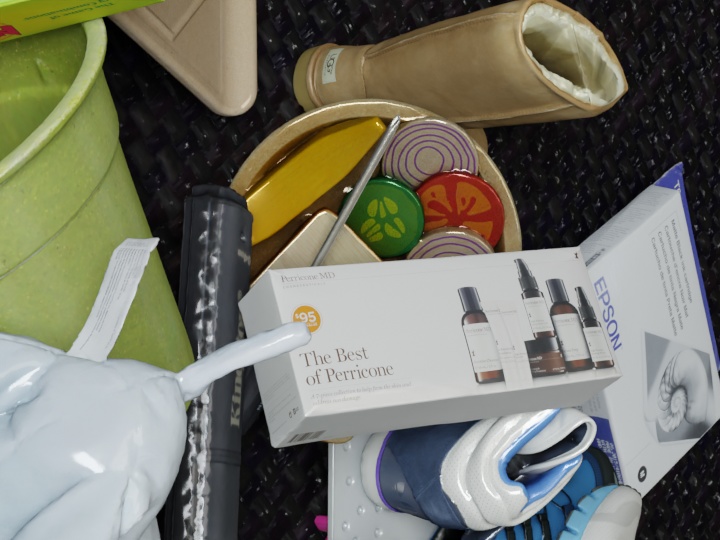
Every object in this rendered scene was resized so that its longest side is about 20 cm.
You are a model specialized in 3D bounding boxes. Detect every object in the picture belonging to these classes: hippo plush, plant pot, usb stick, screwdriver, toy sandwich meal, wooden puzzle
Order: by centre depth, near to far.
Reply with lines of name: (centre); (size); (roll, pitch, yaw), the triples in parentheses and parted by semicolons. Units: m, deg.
hippo plush: (-0.143, 0.097, 0.594); (0.158, 0.161, 0.201); (28, 59, 7)
plant pot: (-0.167, 0.004, 0.682); (0.200, 0.199, 0.191); (-52, 133, -31)
usb stick: (-0.079, 0.056, 0.773); (0.055, 0.032, 0.202); (27, 63, -65)
wooden puzzle: (-0.112, -0.197, 0.776); (0.200, 0.037, 0.187); (32, 53, -66)
screwdriver: (-0.025, 0.005, 0.801); (0.029, 0.028, 0.201); (29, 97, -37)
toy sandwich meal: (0.000, 0.000, 0.847); (0.203, 0.070, 0.207); (-1, 103, -3)

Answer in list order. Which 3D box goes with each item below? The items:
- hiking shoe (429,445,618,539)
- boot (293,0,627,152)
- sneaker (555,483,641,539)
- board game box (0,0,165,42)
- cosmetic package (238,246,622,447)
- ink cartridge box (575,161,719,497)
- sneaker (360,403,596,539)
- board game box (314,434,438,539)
hiking shoe: (0.099, 0.174, 0.945); (0.200, 0.074, 0.087); (-44, 125, -30)
boot: (0.078, -0.100, 0.889); (0.174, 0.199, 0.067); (19, 75, -41)
sneaker: (0.146, 0.221, 0.871); (0.201, 0.086, 0.075); (-62, 146, -31)
board game box: (-0.187, -0.149, 0.635); (0.048, 0.198, 0.103); (6, 75, -69)
cosmetic package: (0.040, 0.037, 0.785); (0.199, 0.051, 0.083); (-5, 66, -29)
ink cartridge box: (0.229, 0.046, 1.120); (0.200, 0.040, 0.201); (-37, 120, -38)
sneaker: (0.104, 0.085, 0.907); (0.200, 0.146, 0.081); (-46, 118, -34)
board game box: (0.047, 0.093, 0.972); (0.199, 0.026, 0.202); (2, 87, -44)
